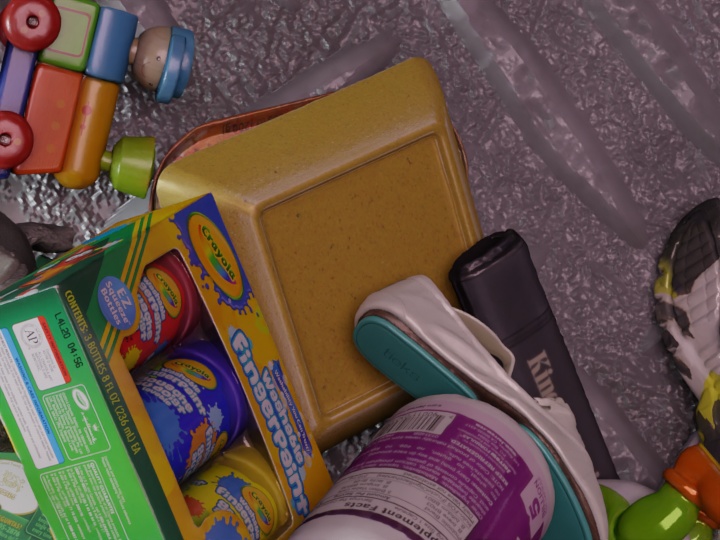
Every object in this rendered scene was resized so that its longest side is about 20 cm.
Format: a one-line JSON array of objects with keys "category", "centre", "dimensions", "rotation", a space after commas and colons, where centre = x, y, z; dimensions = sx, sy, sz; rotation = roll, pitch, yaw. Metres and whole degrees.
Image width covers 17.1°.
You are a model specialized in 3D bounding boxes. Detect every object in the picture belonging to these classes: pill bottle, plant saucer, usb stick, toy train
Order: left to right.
[{"category": "toy train", "centre": [-0.174, -0.066, 1.430], "dimensions": [0.116, 0.085, 0.200], "rotation": [13, 91, -11]}, {"category": "plant saucer", "centre": [0.000, 0.000, 1.408], "dimensions": [0.200, 0.048, 0.200], "rotation": [-26, 108, -27]}, {"category": "pill bottle", "centre": [0.020, 0.160, 1.286], "dimensions": [0.112, 0.112, 0.200], "rotation": [43, 40, 0]}, {"category": "usb stick", "centre": [0.107, 0.069, 1.437], "dimensions": [0.055, 0.033, 0.200], "rotation": [-35, 115, -27]}]

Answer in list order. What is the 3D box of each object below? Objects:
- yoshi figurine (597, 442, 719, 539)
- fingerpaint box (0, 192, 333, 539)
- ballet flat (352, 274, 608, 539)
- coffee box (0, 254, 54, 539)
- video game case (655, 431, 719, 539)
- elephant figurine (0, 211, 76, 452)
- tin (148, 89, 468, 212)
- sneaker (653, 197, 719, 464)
[{"category": "yoshi figurine", "centre": [0.152, 0.200, 1.405], "dimensions": [0.200, 0.112, 0.112], "rotation": [-39, 105, 2]}, {"category": "fingerpaint box", "centre": [-0.106, 0.080, 1.286], "dimensions": [0.073, 0.167, 0.200], "rotation": [-17, 100, 30]}, {"category": "ballet flat", "centre": [0.082, 0.079, 1.375], "dimensions": [0.069, 0.069, 0.200], "rotation": [-44, 92, -14]}, {"category": "coffee box", "centre": [-0.181, 0.099, 1.384], "dimensions": [0.123, 0.044, 0.200], "rotation": [20, 66, 18]}, {"category": "video game case", "centre": [0.241, 0.229, 1.481], "dimensions": [0.200, 0.022, 0.182], "rotation": [35, 77, -2]}, {"category": "elephant figurine", "centre": [-0.229, 0.049, 1.310], "dimensions": [0.155, 0.200, 0.141], "rotation": [-47, 129, 10]}, {"category": "tin", "centre": [-0.032, -0.046, 1.473], "dimensions": [0.200, 0.042, 0.112], "rotation": [-14, 79, -13]}, {"category": "sneaker", "centre": [0.243, 0.053, 1.496], "dimensions": [0.085, 0.074, 0.200], "rotation": [5, 69, -38]}]
